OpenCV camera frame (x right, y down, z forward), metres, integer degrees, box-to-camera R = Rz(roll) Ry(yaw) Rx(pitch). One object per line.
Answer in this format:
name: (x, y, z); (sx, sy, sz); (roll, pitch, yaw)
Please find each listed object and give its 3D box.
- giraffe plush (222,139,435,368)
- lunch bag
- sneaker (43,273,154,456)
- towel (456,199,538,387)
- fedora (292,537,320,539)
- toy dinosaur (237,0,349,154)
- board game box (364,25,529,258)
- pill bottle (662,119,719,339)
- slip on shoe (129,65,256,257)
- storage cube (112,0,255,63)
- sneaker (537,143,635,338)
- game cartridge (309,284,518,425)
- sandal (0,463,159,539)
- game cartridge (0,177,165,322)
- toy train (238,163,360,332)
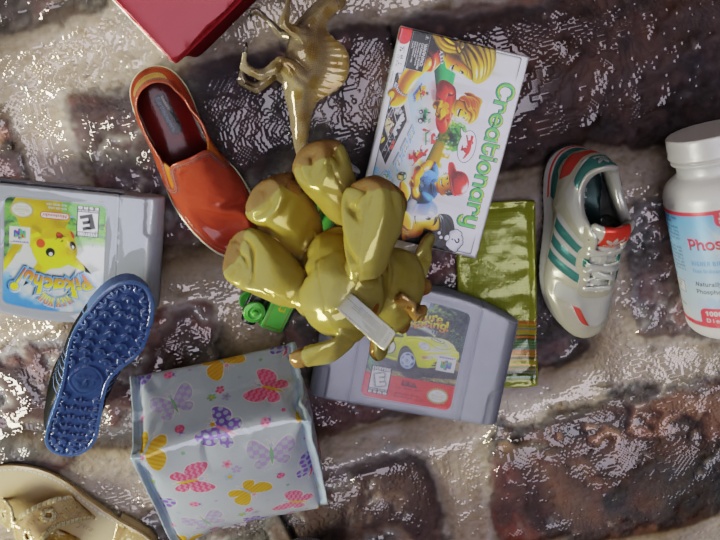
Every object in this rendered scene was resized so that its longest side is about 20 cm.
giraffe plush: (0.000, 0.000, 0.800); (0.172, 0.162, 0.200); (-39, 67, 16)
lunch bag: (-0.125, 0.181, 0.870); (0.169, 0.127, 0.201); (-12, 133, -4)
sneaker: (-0.257, 0.079, 0.846); (0.070, 0.078, 0.200); (20, 110, -28)
towel: (0.142, 0.028, 0.913); (0.086, 0.018, 0.201); (-5, 104, -5)
fedora: (-0.060, 0.360, 0.940); (0.176, 0.090, 0.201); (-2, 111, -3)
toy dinosaur: (-0.062, -0.184, 0.820); (0.101, 0.058, 0.201); (10, 103, -9)
board game box: (0.076, -0.123, 0.854); (0.126, 0.035, 0.201); (12, 103, -2)
pill bottle: (0.361, -0.042, 0.868); (0.108, 0.109, 0.201); (-17, 105, -1)
slip on shoe: (-0.158, -0.097, 0.831); (0.074, 0.061, 0.201); (-26, 106, 0)
storage cube: (-0.144, -0.300, 0.725); (0.180, 0.171, 0.200); (-43, 105, 7)
sneaker: (0.226, -0.021, 0.865); (0.070, 0.093, 0.201); (-8, 104, -13)
game cartridge: (0.055, 0.079, 0.901); (0.199, 0.041, 0.134); (9, 99, -2)
sandal: (-0.309, 0.267, 0.904); (0.211, 0.070, 0.078); (27, 100, -11)
game cartridge: (-0.293, -0.018, 0.853); (0.199, 0.040, 0.134); (5, 107, -6)
toy train: (-0.059, -0.028, 0.863); (0.056, 0.042, 0.201); (21, 106, -24)
